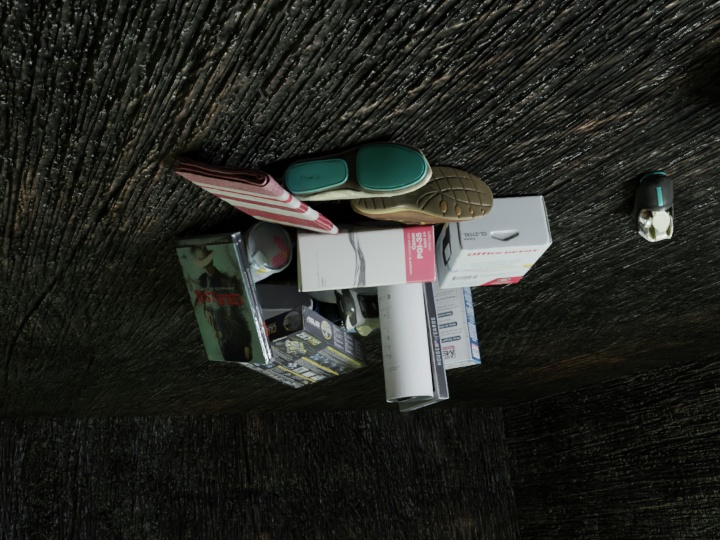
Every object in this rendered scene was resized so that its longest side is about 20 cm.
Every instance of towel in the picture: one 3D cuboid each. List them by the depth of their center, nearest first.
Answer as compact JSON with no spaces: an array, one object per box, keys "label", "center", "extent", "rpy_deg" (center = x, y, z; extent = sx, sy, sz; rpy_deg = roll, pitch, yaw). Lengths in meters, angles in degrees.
[{"label":"towel","center":[-0.126,-0.093,0.923],"extent":[0.142,0.023,0.200],"rpy_deg":[14,172,26]}]

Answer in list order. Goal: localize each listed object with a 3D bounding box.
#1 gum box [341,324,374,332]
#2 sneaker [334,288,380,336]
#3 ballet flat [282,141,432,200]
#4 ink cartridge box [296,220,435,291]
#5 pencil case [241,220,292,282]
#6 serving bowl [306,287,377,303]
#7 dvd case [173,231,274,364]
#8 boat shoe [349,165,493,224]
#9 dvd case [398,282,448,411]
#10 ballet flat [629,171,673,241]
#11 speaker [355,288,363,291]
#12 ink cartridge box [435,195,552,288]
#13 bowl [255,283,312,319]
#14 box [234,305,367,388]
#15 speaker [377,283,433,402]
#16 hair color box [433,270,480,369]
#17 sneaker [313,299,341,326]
[{"label":"gum box","center":[-0.039,0.096,1.577],"extent":[0.196,0.045,0.170],"rpy_deg":[1,161,-17]},{"label":"sneaker","center":[0.007,0.064,1.253],"extent":[0.078,0.075,0.200],"rpy_deg":[-19,166,12]},{"label":"ballet flat","center":[-0.002,-0.122,0.904],"extent":[0.196,0.069,0.062],"rpy_deg":[-1,174,18]},{"label":"ink cartridge box","center":[0.002,-0.026,1.066],"extent":[0.196,0.085,0.147],"rpy_deg":[-4,-171,-5]},{"label":"pencil case","center":[-0.192,-0.011,1.134],"extent":[0.198,0.084,0.090],"rpy_deg":[-25,-173,44]},{"label":"serving bowl","center":[0.000,0.000,1.258],"extent":[0.196,0.067,0.201],"rpy_deg":[-5,161,-2]},{"label":"dvd case","center":[-0.209,0.044,1.095],"extent":[0.144,0.204,0.022],"rpy_deg":[-1,-163,40]},{"label":"boat shoe","center":[0.081,-0.099,0.982],"extent":[0.196,0.074,0.068],"rpy_deg":[2,167,-4]},{"label":"dvd case","center":[0.098,0.137,1.268],"extent":[0.024,0.204,0.150],"rpy_deg":[2,161,-24]},{"label":"ballet flat","center":[0.460,-0.086,1.127],"extent":[0.067,0.070,0.200],"rpy_deg":[-13,161,20]},{"label":"speaker","center":[0.051,0.062,1.435],"extent":[0.197,0.090,0.088],"rpy_deg":[8,158,-36]},{"label":"ink cartridge box","center":[0.208,-0.042,1.162],"extent":[0.143,0.085,0.200],"rpy_deg":[-4,162,-5]},{"label":"bowl","center":[-0.185,0.078,1.282],"extent":[0.195,0.076,0.200],"rpy_deg":[2,-170,-9]},{"label":"box","center":[-0.104,0.135,1.206],"extent":[0.159,0.050,0.199],"rpy_deg":[-20,148,25]},{"label":"speaker","center":[0.073,0.116,1.194],"extent":[0.079,0.204,0.081],"rpy_deg":[-4,163,-1]},{"label":"hair color box","center":[0.153,0.075,1.311],"extent":[0.098,0.204,0.060],"rpy_deg":[-13,161,23]},{"label":"sneaker","center":[-0.073,0.100,1.366],"extent":[0.078,0.201,0.070],"rpy_deg":[38,111,-12]}]
